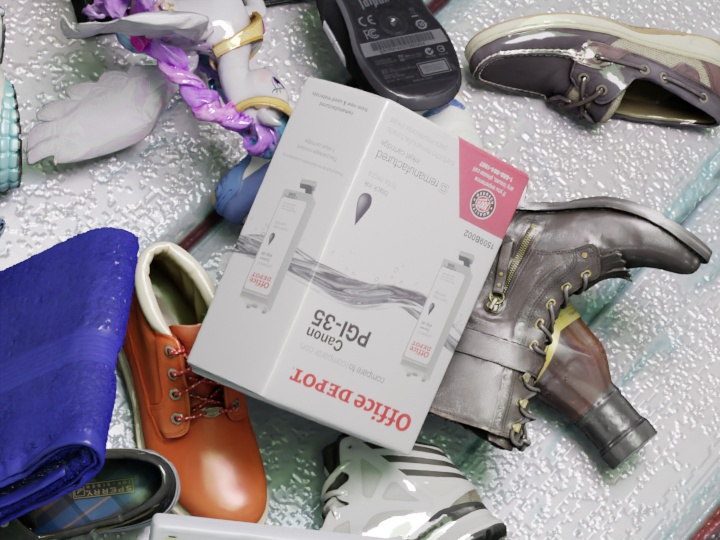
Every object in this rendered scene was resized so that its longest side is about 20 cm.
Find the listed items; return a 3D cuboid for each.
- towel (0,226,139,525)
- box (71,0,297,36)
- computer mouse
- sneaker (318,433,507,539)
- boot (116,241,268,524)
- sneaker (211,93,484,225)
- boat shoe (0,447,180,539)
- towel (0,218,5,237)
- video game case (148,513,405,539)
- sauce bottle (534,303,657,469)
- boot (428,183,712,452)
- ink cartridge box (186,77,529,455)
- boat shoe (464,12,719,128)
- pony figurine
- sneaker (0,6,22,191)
[{"bbox_3d":[-0.203,0.070,1.558,0.050,0.148,0.200,51,28,-35],"label":"towel"},{"bbox_3d":[-0.125,-0.273,1.784,0.200,0.048,0.193,-11,71,-18],"label":"box"},{"bbox_3d":[0.029,-0.188,1.748,0.140,0.046,0.200,-18,63,-27],"label":"computer mouse"},{"bbox_3d":[-0.017,0.178,1.637,0.200,0.076,0.115,-26,61,-19],"label":"sneaker"},{"bbox_3d":[-0.108,0.078,1.620,0.075,0.107,0.200,-19,77,-22],"label":"boot"},{"bbox_3d":[0.000,-0.059,1.719,0.200,0.075,0.088,-20,76,-20],"label":"sneaker"},{"bbox_3d":[-0.213,0.144,1.576,0.200,0.057,0.069,-11,80,-6],"label":"boat shoe"},{"bbox_3d":[-0.295,0.047,1.584,0.049,0.112,0.200,34,59,-33],"label":"towel"},{"bbox_3d":[-0.045,0.246,1.560,0.200,0.022,0.182,8,107,-12],"label":"video game case"},{"bbox_3d":[0.123,0.047,1.715,0.066,0.066,0.200,-37,80,-24],"label":"sauce bottle"},{"bbox_3d":[0.118,0.035,1.657,0.200,0.069,0.174,12,80,11],"label":"boot"},{"bbox_3d":[0.000,0.000,1.585,0.147,0.083,0.200,25,87,-43],"label":"ink cartridge box"},{"bbox_3d":[0.173,-0.137,1.799,0.200,0.072,0.065,4,63,-20],"label":"boat shoe"},{"bbox_3d":[-0.127,-0.160,1.658,0.193,0.167,0.200,-4,64,-25],"label":"pony figurine"},{"bbox_3d":[-0.279,-0.147,1.678,0.086,0.078,0.200,-7,71,-14],"label":"sneaker"}]
